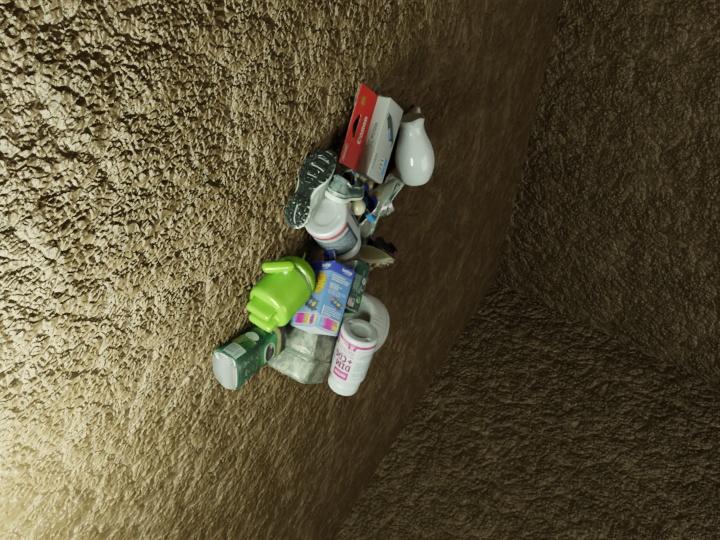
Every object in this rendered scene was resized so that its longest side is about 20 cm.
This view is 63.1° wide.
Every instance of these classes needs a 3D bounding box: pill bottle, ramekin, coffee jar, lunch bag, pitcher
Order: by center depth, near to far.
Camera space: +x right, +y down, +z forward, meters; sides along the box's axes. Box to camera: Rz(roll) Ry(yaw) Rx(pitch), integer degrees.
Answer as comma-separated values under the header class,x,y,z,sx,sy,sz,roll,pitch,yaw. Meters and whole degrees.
class,x,y,z,sx,sy,sz,roll,pitch,yaw
coffee jar,-0.261,0.190,1.411,0.199,0.084,0.107,-37,142,-49
pill bottle,-0.064,-0.106,1.510,0.121,0.118,0.200,-60,158,-11
lunch bag,-0.149,0.209,1.617,0.171,0.137,0.200,-65,161,-6
pill bottle,-0.025,0.251,1.681,0.113,0.112,0.204,-32,145,-53
pitcher,0.165,-0.377,1.765,0.173,0.118,0.205,-60,147,-53
ramekin,-0.017,0.157,1.803,0.204,0.197,0.105,-61,149,-8

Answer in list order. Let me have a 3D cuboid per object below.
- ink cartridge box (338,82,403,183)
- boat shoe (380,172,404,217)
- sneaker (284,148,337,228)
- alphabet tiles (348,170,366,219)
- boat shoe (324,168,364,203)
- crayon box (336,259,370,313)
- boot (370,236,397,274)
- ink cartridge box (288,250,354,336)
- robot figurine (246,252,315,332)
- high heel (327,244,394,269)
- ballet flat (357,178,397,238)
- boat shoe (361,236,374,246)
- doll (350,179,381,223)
class,x,y,z,sx,sy,sz,roll,pitch,yaw
ink cartridge box,0.031,-0.342,1.483,0.175,0.044,0.205,13,93,-62
boat shoe,0.070,-0.199,1.773,0.203,0.068,0.071,-60,175,-10
sneaker,-0.115,-0.194,1.382,0.204,0.073,0.079,-62,170,5
alphabet tiles,-0.009,-0.222,1.654,0.202,0.014,0.197,-58,158,-18
boat shoe,-0.026,-0.212,1.424,0.063,0.072,0.200,-66,170,22
crayon box,-0.062,0.043,1.551,0.050,0.198,0.130,24,75,-33
boot,0.013,-0.011,1.767,0.199,0.065,0.186,-39,163,12
ink cartridge box,-0.093,0.053,1.475,0.075,0.135,0.205,26,73,-32
robot figurine,-0.184,0.049,1.399,0.201,0.114,0.178,-50,155,-33
high heel,0.000,0.000,1.689,0.072,0.194,0.145,-80,172,-46
ballet flat,0.041,-0.192,1.698,0.203,0.068,0.070,-62,158,-10
boat shoe,0.018,-0.073,1.805,0.076,0.064,0.202,-60,159,-8
doll,0.005,-0.187,1.549,0.048,0.137,0.201,-36,-170,21
